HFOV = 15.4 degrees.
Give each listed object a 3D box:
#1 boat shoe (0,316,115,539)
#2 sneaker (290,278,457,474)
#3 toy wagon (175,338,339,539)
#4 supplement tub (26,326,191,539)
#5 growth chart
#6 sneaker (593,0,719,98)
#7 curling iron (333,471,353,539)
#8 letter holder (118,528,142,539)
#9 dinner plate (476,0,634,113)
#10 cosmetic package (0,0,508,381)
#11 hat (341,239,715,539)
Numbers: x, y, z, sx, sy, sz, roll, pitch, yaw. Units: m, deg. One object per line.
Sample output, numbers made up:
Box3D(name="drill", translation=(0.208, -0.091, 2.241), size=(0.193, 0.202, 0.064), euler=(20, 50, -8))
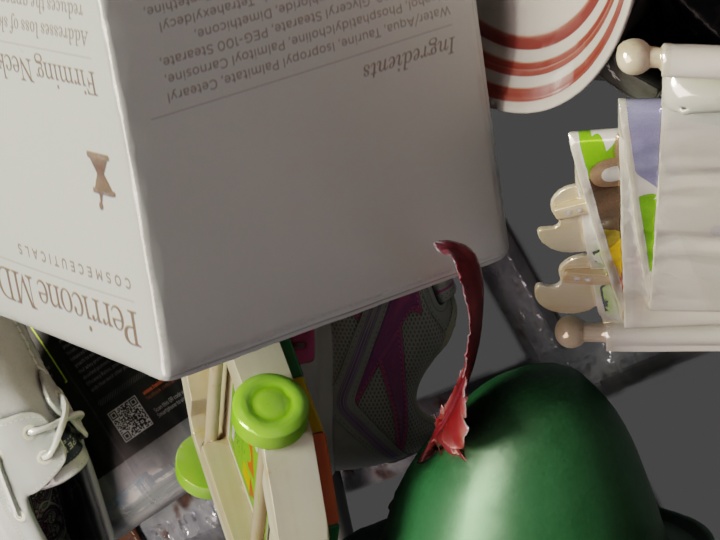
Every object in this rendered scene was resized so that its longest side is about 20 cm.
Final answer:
Box3D(name="boat shoe", translation=(-0.157, 0.082, 1.250), size=(0.068, 0.072, 0.201), euler=(13, 127, 30))
Box3D(name="sneaker", translation=(0.000, 0.000, 1.219), size=(0.081, 0.088, 0.202), euler=(-144, 55, -68))
Box3D(name="toy wagon", translation=(-0.043, 0.091, 1.147), size=(0.156, 0.039, 0.201), euler=(98, 155, -53))
Box3D(name="supplement tub", translation=(-0.138, 0.026, 1.346), size=(0.201, 0.122, 0.122), euler=(56, 142, 1))
Box3D(name="growth chart", translation=(0.140, -0.022, 1.002), size=(0.144, 0.018, 0.201), euler=(6, 145, 2))
Box3D(name="sneaker", translation=(0.108, -0.100, 1.012), size=(0.199, 0.090, 0.067), euler=(-2, 113, 49))
Box3D(name="curling iron", translation=(-0.018, 0.080, 1.321), size=(0.025, 0.049, 0.201), euler=(21, 134, 39))
Box3D(name="letter holder", translation=(-0.232, 0.127, 1.504), size=(0.100, 0.142, 0.201), euler=(-19, 101, 52))
Box3D(name="dinner plate", translation=(0.047, -0.159, 0.998), size=(0.200, 0.024, 0.201), euler=(35, 134, 47))
Box3D(name="cosmetic package", translation=(-0.064, -0.089, 1.033), size=(0.167, 0.166, 0.201), euler=(16, 120, 54))
Box3D(name="hat", translation=(0.067, 0.045, 1.121), size=(0.200, 0.165, 0.177), euler=(20, 119, 63))
